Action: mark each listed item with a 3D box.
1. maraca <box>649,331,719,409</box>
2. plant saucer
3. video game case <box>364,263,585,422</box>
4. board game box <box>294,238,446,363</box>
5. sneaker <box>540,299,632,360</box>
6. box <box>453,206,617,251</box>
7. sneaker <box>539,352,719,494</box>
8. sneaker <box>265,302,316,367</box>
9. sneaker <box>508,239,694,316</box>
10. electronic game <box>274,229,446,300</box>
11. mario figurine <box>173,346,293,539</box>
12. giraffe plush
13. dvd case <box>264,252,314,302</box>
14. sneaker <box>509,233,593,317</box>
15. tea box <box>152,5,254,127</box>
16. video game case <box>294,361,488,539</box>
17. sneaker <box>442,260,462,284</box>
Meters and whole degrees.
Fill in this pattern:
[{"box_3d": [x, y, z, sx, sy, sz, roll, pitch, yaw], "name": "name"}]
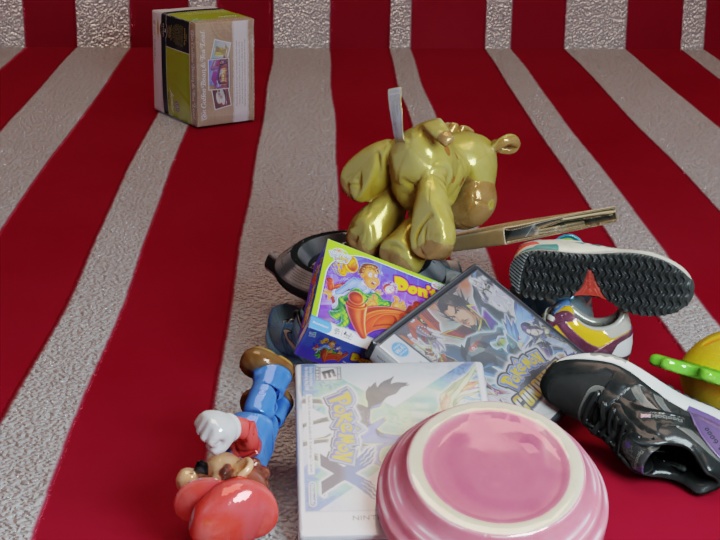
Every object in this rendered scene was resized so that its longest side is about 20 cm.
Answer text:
[{"box_3d": [0.369, 0.108, 1.355, 0.136, 0.108, 0.199, 11, -2, 45], "name": "maraca"}, {"box_3d": [0.112, 0.181, 1.167, 0.198, 0.051, 0.202, 1, 39, -1], "name": "plant saucer"}, {"box_3d": [0.129, 0.092, 1.391, 0.180, 0.026, 0.199, 39, 42, 16], "name": "video game case"}, {"box_3d": [0.039, 0.060, 1.434, 0.198, 0.045, 0.135, 21, 42, -10], "name": "board game box"}, {"box_3d": [0.198, 0.073, 1.513, 0.197, 0.091, 0.075, 0, 19, -4], "name": "sneaker"}, {"box_3d": [0.178, -0.045, 1.620, 0.162, 0.022, 0.199, -12, 3, -28], "name": "box"}, {"box_3d": [0.258, 0.144, 1.302, 0.198, 0.076, 0.088, 21, 33, 17], "name": "sneaker"}, {"box_3d": [-0.048, 0.070, 1.512, 0.078, 0.091, 0.200, -10, 22, -23], "name": "sneaker"}, {"box_3d": [0.261, -0.004, 1.499, 0.197, 0.071, 0.094, 6, 22, 6], "name": "sneaker"}, {"box_3d": [0.000, 0.000, 1.583, 0.197, 0.042, 0.200, 3, 22, -1], "name": "electronic game"}, {"box_3d": [-0.120, 0.156, 1.213, 0.105, 0.124, 0.201, -22, 28, 26], "name": "mario figurine"}, {"box_3d": [0.088, -0.101, 1.543, 0.172, 0.203, 0.161, 19, 17, 42], "name": "giraffe plush"}, {"box_3d": [-0.014, 0.032, 1.656, 0.149, 0.025, 0.200, 15, 11, -30], "name": "dvd case"}, {"box_3d": [0.230, 0.008, 1.641, 0.079, 0.132, 0.200, -6, 19, -14], "name": "sneaker"}, {"box_3d": [-0.308, -0.402, 2.699, 0.132, 0.202, 0.196, -11, 23, -31], "name": "tea box"}, {"box_3d": [0.032, 0.162, 1.243, 0.180, 0.022, 0.201, -1, 43, -4], "name": "video game case"}, {"box_3d": [0.087, 0.027, 1.655, 0.080, 0.077, 0.200, 12, 8, -10], "name": "sneaker"}]
